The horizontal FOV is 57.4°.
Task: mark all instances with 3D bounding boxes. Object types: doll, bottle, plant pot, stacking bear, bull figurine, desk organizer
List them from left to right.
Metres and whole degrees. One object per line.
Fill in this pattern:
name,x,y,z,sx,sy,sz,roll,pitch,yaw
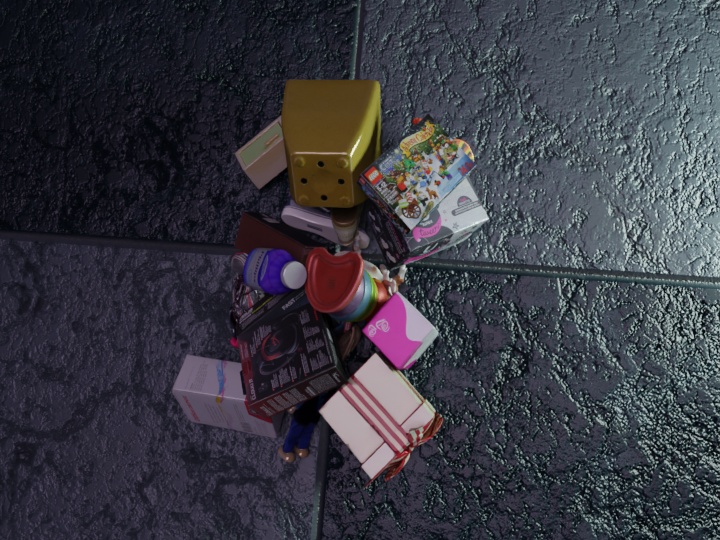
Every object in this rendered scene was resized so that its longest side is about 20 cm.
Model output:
bottle,-0.161,0.003,1.236,0.064,0.198,0.086,16,86,-29
desk organizer,-0.170,-0.050,1.367,0.197,0.071,0.079,28,107,32
doll,-0.099,0.281,1.316,0.048,0.135,0.205,33,111,32
plant pot,-0.060,-0.229,1.269,0.187,0.200,0.203,2,41,6
stacking bear,-0.011,0.043,1.241,0.118,0.199,0.118,8,80,29
bull figurine,0.000,0.000,1.352,0.196,0.123,0.066,29,44,3

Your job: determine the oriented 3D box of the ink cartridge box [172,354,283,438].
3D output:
ink cartridge box,-0.258,0.253,1.325,0.193,0.150,0.087,9,53,10

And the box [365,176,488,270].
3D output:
box,0.131,-0.106,1.293,0.195,0.115,0.135,-21,79,-24

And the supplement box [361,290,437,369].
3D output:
supplement box,0.082,0.120,1.268,0.103,0.200,0.101,44,90,11

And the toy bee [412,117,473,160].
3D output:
toy bee,0.141,-0.251,1.329,0.129,0.196,0.113,18,115,48

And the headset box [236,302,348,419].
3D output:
headset box,-0.137,0.167,1.217,0.195,0.075,0.152,-25,54,6

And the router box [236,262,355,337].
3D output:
router box,-0.128,0.101,1.311,0.198,0.063,0.150,-37,122,15

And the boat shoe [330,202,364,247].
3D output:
boat shoe,-0.026,-0.134,1.352,0.070,0.065,0.204,-2,40,2

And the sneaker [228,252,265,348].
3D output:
sneaker,-0.241,0.063,1.375,0.079,0.073,0.207,-19,77,40

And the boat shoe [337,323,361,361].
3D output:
boat shoe,-0.073,0.189,1.352,0.070,0.065,0.203,33,88,11

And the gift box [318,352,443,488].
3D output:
gift box,0.037,0.286,1.260,0.185,0.200,0.187,-45,80,6

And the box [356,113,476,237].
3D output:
box,0.105,-0.179,1.223,0.137,0.038,0.200,45,67,3

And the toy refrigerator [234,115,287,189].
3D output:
toy refrigerator,-0.170,-0.276,1.409,0.198,0.070,0.076,-37,46,2

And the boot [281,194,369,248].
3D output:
boot,-0.064,-0.121,1.390,0.194,0.073,0.093,21,67,-1
